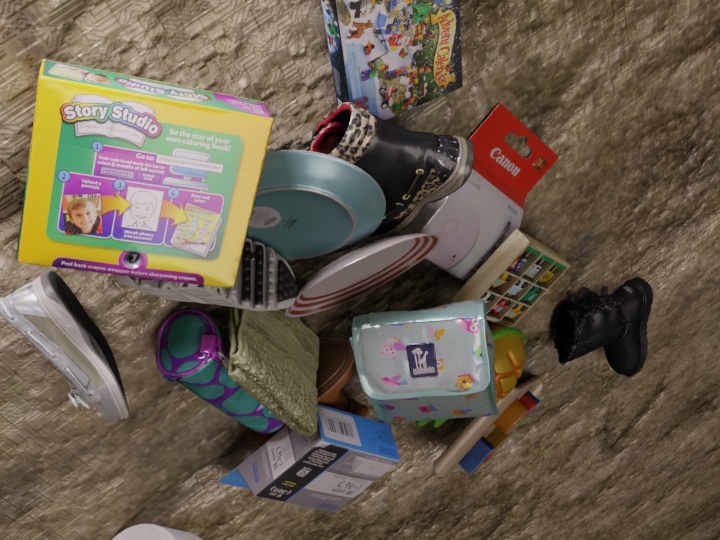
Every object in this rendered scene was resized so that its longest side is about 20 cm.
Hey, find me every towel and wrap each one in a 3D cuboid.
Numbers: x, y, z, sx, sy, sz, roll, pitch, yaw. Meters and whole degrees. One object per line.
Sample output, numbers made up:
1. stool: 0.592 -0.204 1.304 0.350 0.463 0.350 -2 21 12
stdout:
1. towel: -0.097 0.094 1.070 0.036 0.149 0.200 -15 141 16

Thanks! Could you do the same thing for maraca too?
1. maraca: 0.157 0.155 1.335 0.200 0.107 0.137 -50 142 17

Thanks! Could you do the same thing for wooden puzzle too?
1. wooden puzzle: 0.214 0.253 1.468 0.185 0.046 0.200 -51 159 14

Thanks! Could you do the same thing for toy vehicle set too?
1. toy vehicle set: 0.211 0.015 1.268 0.124 0.027 0.200 -49 154 13

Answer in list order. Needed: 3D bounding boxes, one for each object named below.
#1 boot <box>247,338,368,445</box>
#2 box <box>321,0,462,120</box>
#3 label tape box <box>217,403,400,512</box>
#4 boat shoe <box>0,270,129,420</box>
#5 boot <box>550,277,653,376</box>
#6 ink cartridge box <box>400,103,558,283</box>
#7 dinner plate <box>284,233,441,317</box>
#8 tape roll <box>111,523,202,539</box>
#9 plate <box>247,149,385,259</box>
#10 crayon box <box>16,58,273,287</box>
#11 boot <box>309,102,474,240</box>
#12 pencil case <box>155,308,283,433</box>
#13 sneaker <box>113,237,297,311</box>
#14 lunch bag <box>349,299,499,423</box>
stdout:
1. boot: -0.036 0.178 1.234 0.155 0.077 0.200 22 114 -44
2. box: 0.033 -0.251 0.930 0.136 0.038 0.200 -25 137 -15
3. label tape box: -0.068 0.265 1.218 0.144 0.063 0.200 23 125 -39
4. boat shoe: -0.301 0.088 0.969 0.065 0.074 0.202 -25 134 -6
5. boot: 0.382 0.108 1.484 0.162 0.073 0.199 -20 129 -24
6. ink cartridge box: 0.157 -0.087 1.163 0.200 0.057 0.162 -46 139 15
7. dinner plate: 0.000 0.000 1.070 0.200 0.024 0.200 -26 170 -5
8. tape roll: -0.271 0.435 1.201 0.202 0.203 0.071 -46 139 8
9. plate: -0.073 -0.056 0.963 0.199 0.026 0.200 -1 151 -1
10. crayon box: -0.197 -0.082 0.842 0.199 0.058 0.173 8 113 -20
11. boot: 0.003 -0.104 0.987 0.153 0.074 0.203 15 152 -30
12. pencil case: -0.153 0.123 1.091 0.200 0.092 0.085 45 63 -51
13. sneaker: -0.163 0.004 0.972 0.199 0.075 0.081 13 159 -27
14. lunch bag: 0.085 0.109 1.171 0.170 0.122 0.200 -5 148 10
